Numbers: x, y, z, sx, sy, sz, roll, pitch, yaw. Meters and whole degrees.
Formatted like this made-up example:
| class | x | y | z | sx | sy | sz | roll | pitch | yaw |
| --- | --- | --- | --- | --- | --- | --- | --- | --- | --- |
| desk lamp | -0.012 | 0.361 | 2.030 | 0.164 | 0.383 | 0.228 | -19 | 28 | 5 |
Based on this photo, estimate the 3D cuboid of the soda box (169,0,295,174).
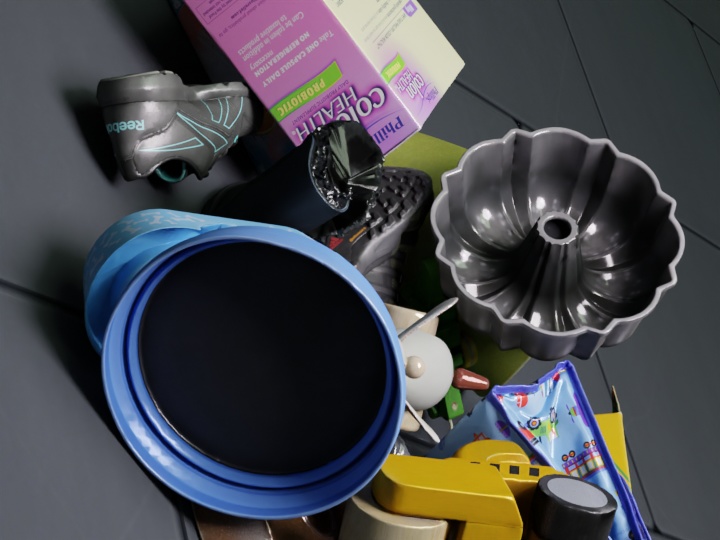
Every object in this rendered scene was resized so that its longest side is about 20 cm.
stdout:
| class | x | y | z | sx | sy | sz | roll | pitch | yaw |
| --- | --- | --- | --- | --- | --- | --- | --- | --- | --- |
| soda box | -0.084 | -0.169 | 1.670 | 0.201 | 0.063 | 0.068 | 62 | 26 | 8 |

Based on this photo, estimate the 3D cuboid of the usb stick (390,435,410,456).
| class | x | y | z | sx | sy | sz | roll | pitch | yaw |
| --- | --- | --- | --- | --- | --- | --- | --- | --- | --- |
| usb stick | 0.035 | 0.184 | 1.442 | 0.056 | 0.032 | 0.201 | -57 | 148 | -23 |

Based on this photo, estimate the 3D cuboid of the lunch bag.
| class | x | y | z | sx | sy | sz | roll | pitch | yaw |
| --- | --- | --- | --- | --- | --- | --- | --- | --- | --- |
| lunch bag | 0.142 | 0.199 | 1.524 | 0.094 | 0.151 | 0.201 | -16 | 68 | -38 |

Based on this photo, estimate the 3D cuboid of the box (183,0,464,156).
| class | x | y | z | sx | sy | sz | roll | pitch | yaw |
| --- | --- | --- | --- | --- | --- | --- | --- | --- | --- |
| box | -0.027 | -0.192 | 1.603 | 0.200 | 0.096 | 0.176 | 51 | 25 | -9 |

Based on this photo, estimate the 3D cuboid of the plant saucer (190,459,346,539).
| class | x | y | z | sx | sy | sz | roll | pitch | yaw |
| --- | --- | --- | --- | --- | --- | --- | --- | --- | --- |
| plant saucer | -0.042 | 0.177 | 1.403 | 0.200 | 0.037 | 0.201 | 42 | 29 | -30 |

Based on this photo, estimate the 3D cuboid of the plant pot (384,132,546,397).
| class | x | y | z | sx | sy | sz | roll | pitch | yaw |
| --- | --- | --- | --- | --- | --- | --- | --- | --- | --- |
| plant pot | 0.078 | -0.026 | 1.706 | 0.199 | 0.187 | 0.187 | 36 | 29 | -6 |

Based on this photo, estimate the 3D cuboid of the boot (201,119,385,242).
| class | x | y | z | sx | sy | sz | roll | pitch | yaw |
| --- | --- | --- | --- | --- | --- | --- | --- | --- | --- |
| boot | -0.048 | -0.051 | 1.486 | 0.077 | 0.168 | 0.200 | 55 | 25 | -5 |

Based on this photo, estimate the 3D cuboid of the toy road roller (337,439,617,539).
| class | x | y | z | sx | sy | sz | roll | pitch | yaw |
| --- | --- | --- | --- | --- | --- | --- | --- | --- | --- |
| toy road roller | 0.070 | 0.182 | 1.377 | 0.198 | 0.124 | 0.146 | 7 | 19 | -18 |

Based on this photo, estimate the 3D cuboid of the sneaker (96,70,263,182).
| class | x | y | z | sx | sy | sz | roll | pitch | yaw |
| --- | --- | --- | --- | --- | --- | --- | --- | --- | --- |
| sneaker | -0.136 | -0.105 | 1.523 | 0.200 | 0.075 | 0.080 | -4 | 86 | -62 |

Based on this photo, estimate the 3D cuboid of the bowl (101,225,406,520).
| class | x | y | z | sx | sy | sz | roll | pitch | yaw |
| --- | --- | --- | --- | --- | --- | --- | --- | --- | --- |
| bowl | -0.067 | 0.064 | 1.289 | 0.201 | 0.200 | 0.039 | 52 | 22 | -13 |

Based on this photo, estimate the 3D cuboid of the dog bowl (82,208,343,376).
| class | x | y | z | sx | sy | sz | roll | pitch | yaw |
| --- | --- | --- | --- | --- | --- | --- | --- | --- | --- |
| dog bowl | -0.098 | 0.015 | 1.356 | 0.198 | 0.112 | 0.050 | 7 | 25 | -29 |

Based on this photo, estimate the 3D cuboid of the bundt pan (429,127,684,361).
| class | x | y | z | sx | sy | sz | roll | pitch | yaw |
| --- | --- | --- | --- | --- | --- | --- | --- | --- | --- |
| bundt pan | 0.150 | -0.012 | 1.573 | 0.076 | 0.200 | 0.203 | 95 | -15 | -55 |

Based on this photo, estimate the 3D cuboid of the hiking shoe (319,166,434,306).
| class | x | y | z | sx | sy | sz | roll | pitch | yaw |
| --- | --- | --- | --- | --- | --- | --- | --- | --- | --- |
| hiking shoe | 0.000 | 0.000 | 1.588 | 0.200 | 0.075 | 0.101 | -54 | 150 | -38 |

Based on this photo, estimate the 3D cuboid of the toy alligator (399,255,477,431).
| class | x | y | z | sx | sy | sz | roll | pitch | yaw |
| --- | --- | --- | --- | --- | --- | --- | --- | --- | --- |
| toy alligator | 0.059 | 0.077 | 1.642 | 0.059 | 0.054 | 0.202 | -21 | 116 | -26 |

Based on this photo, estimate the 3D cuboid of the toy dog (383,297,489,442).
| class | x | y | z | sx | sy | sz | roll | pitch | yaw |
| --- | --- | --- | --- | --- | --- | --- | --- | --- | --- |
| toy dog | 0.044 | 0.078 | 1.467 | 0.200 | 0.095 | 0.133 | -61 | 159 | -71 |

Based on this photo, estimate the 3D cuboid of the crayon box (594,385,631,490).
| class | x | y | z | sx | sy | sz | roll | pitch | yaw |
| --- | --- | --- | --- | --- | --- | --- | --- | --- | --- |
| crayon box | 0.210 | 0.216 | 1.729 | 0.201 | 0.050 | 0.128 | -90 | 173 | -48 |
